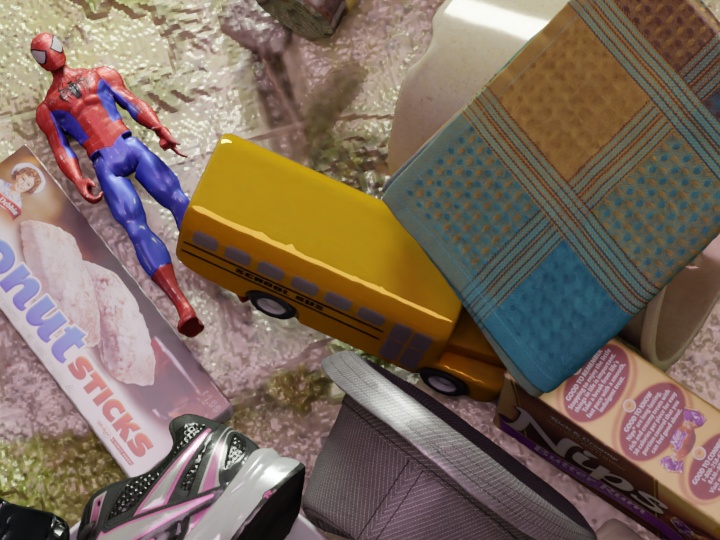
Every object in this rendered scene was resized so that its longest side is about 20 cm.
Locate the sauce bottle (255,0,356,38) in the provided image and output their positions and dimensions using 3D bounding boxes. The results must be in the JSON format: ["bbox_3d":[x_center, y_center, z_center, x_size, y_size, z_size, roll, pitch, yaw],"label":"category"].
[{"bbox_3d":[0.008,-0.234,1.279,0.064,0.065,0.201,31,76,9],"label":"sauce bottle"}]

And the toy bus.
[{"bbox_3d":[0.000,0.000,1.181,0.198,0.078,0.066,24,66,0],"label":"toy bus"}]

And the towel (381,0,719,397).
[{"bbox_3d":[0.116,-0.051,1.076,0.200,0.022,0.147,-45,68,24],"label":"towel"}]

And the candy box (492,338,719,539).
[{"bbox_3d":[0.168,0.105,1.151,0.199,0.117,0.057,33,77,9],"label":"candy box"}]

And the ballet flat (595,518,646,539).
[{"bbox_3d":[0.075,0.195,1.157,0.199,0.070,0.070,-26,75,-11],"label":"ballet flat"}]

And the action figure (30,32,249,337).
[{"bbox_3d":[-0.135,-0.059,1.238,0.065,0.052,0.201,-35,74,-4],"label":"action figure"}]

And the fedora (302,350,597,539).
[{"bbox_3d":[0.034,0.123,1.116,0.176,0.200,0.091,37,90,9],"label":"fedora"}]

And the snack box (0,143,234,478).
[{"bbox_3d":[-0.160,0.025,1.223,0.072,0.024,0.200,-38,77,-8],"label":"snack box"}]

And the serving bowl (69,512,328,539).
[{"bbox_3d":[-0.089,0.219,1.140,0.198,0.066,0.202,-1,69,4],"label":"serving bowl"}]

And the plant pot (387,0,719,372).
[{"bbox_3d":[0.123,-0.072,1.178,0.182,0.201,0.202,24,75,18],"label":"plant pot"}]

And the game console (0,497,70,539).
[{"bbox_3d":[-0.268,0.191,1.131,0.116,0.176,0.201,34,75,-20],"label":"game console"}]

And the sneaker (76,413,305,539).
[{"bbox_3d":[-0.119,0.158,1.098,0.086,0.081,0.200,34,64,22],"label":"sneaker"}]
